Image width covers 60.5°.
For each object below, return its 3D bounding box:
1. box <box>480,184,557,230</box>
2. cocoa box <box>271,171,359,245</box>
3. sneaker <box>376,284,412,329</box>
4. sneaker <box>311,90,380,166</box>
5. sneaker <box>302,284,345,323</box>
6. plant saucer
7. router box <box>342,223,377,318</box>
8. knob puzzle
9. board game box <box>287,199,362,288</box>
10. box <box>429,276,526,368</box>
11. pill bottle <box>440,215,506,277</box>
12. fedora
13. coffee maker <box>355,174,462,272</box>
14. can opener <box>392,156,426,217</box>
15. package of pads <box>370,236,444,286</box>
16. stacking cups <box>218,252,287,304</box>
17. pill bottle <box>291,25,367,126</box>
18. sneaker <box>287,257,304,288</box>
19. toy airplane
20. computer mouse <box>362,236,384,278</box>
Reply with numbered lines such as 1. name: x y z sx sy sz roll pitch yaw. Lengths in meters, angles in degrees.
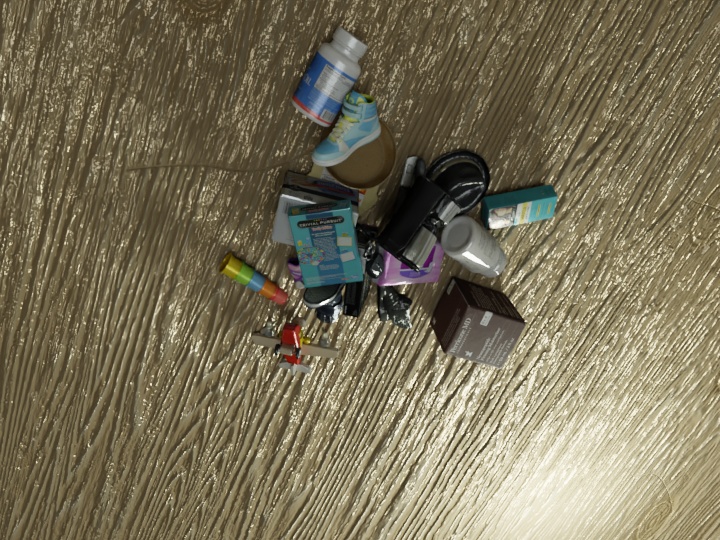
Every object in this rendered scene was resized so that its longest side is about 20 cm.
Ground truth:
1. box: 0.430 -0.171 1.680 0.194 0.050 0.083 -12 140 -5
2. cocoa box: -0.110 -0.140 1.536 0.194 0.133 0.136 13 124 -8
3. sneaker: 0.100 0.083 1.762 0.101 0.061 0.204 -6 124 -7
4. sneaker: -0.039 -0.334 1.412 0.199 0.079 0.132 -38 147 -23
5. sneaker: -0.101 0.093 1.658 0.076 0.202 0.149 26 121 16
6. plant saucer: -0.008 -0.290 1.504 0.194 0.035 0.206 3 79 -13
7. router box: 0.000 0.000 1.640 0.050 0.150 0.205 11 117 8
8. knob puzzle: -0.047 -0.215 1.585 0.213 0.031 0.225 0 122 0
9. board game box: -0.080 -0.062 1.479 0.146 0.047 0.204 -7 123 5
10. box: 0.334 0.151 1.780 0.195 0.165 0.169 16 114 -18
11. pill bottle: 0.313 -0.058 1.675 0.115 0.115 0.198 -46 135 15
12. fedora: 0.258 -0.209 1.613 0.195 0.092 0.205 -5 119 -9
13. coffee maker: 0.123 -0.129 1.512 0.190 0.135 0.202 34 90 -22
14. can opener: 0.126 -0.195 1.609 0.052 0.067 0.205 8 110 -14
15. package of pads: 0.126 -0.029 1.667 0.195 0.076 0.124 -4 116 -28
16. stacking cups: -0.283 0.032 1.654 0.198 0.061 0.061 36 107 -25
17. pill bottle: -0.067 -0.445 1.413 0.110 0.113 0.202 26 109 -22
18. sneaker: -0.117 -0.042 1.643 0.198 0.081 0.089 -37 109 10
19. toy airplane: -0.183 0.204 1.739 0.198 0.144 0.197 31 147 -33
20. computer mouse: 0.037 -0.027 1.515 0.034 0.201 0.059 31 77 16
